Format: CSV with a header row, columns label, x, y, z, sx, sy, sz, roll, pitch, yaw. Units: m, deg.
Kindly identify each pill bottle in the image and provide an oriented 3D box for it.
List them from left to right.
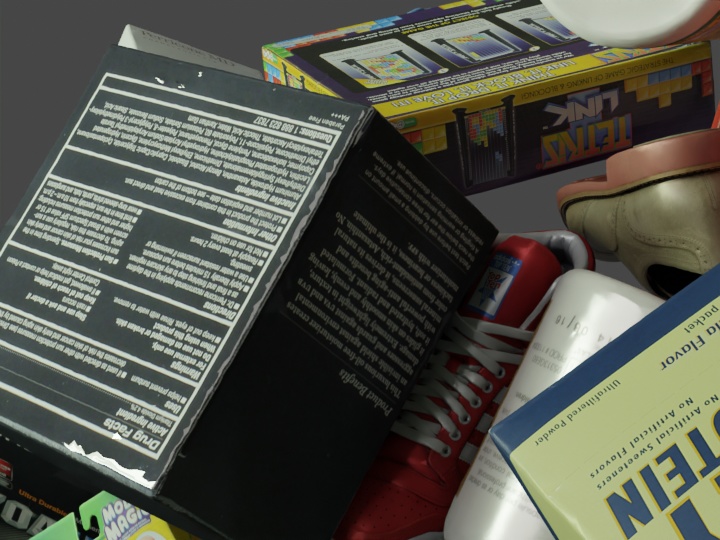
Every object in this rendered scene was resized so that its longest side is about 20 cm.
label,x,y,z,sx,sy,sz,roll,pitch,yaw
pill bottle,0.102,0.110,0.924,0.114,0.114,0.200,25,89,59
pill bottle,0.165,-0.171,1.028,0.113,0.113,0.200,-40,-9,25

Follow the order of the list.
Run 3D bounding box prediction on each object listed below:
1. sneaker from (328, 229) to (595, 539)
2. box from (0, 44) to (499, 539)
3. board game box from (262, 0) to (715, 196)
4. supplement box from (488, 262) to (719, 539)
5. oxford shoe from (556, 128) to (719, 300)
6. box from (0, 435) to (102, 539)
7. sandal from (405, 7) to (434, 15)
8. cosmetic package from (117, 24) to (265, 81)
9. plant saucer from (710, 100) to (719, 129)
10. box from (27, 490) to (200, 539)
label,x,y,z,sx,sy,sz,roll,pitch,yaw
sneaker,0.050,0.054,0.983,0.071,0.113,0.200,22,44,31
box,-0.076,0.017,0.982,0.200,0.123,0.199,18,73,44
board game box,0.068,-0.100,1.124,0.199,0.057,0.165,-15,26,-18
supplement box,0.177,0.127,0.695,0.134,0.200,0.200,-36,31,-4
oxford shoe,0.141,-0.015,1.002,0.200,0.070,0.075,109,150,-83
box,-0.189,0.173,1.202,0.046,0.200,0.159,-43,32,26
sandal,0.012,-0.097,1.308,0.200,0.079,0.087,-41,22,14
cosmetic package,-0.101,-0.075,1.266,0.071,0.101,0.200,-65,23,19
plant saucer,0.208,-0.065,0.919,0.200,0.037,0.200,-102,19,-51
box,-0.094,0.208,1.064,0.117,0.200,0.048,-33,-7,33
